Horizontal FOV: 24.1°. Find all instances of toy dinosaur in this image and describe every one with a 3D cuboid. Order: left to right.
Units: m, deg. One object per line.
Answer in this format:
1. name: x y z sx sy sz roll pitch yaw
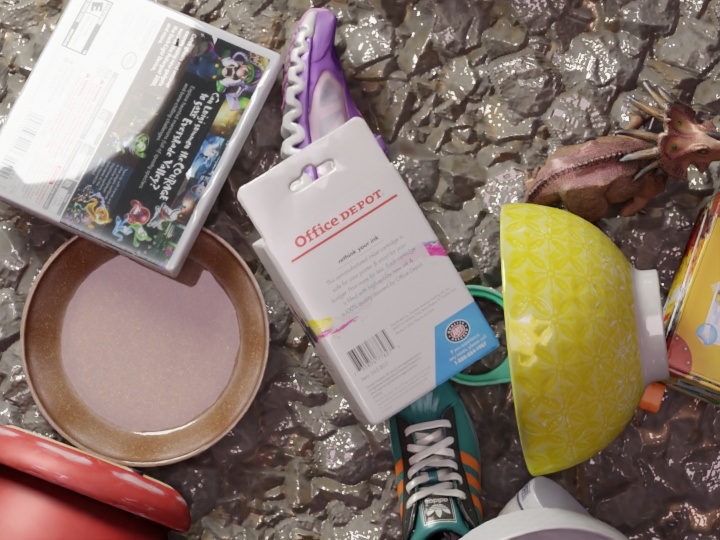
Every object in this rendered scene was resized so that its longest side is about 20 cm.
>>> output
1. toy dinosaur: 0.189 -0.078 1.290 0.199 0.136 0.086 -26 84 1

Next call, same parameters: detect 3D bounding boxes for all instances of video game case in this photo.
1. video game case: -0.184 -0.118 1.349 0.181 0.023 0.201 23 76 9

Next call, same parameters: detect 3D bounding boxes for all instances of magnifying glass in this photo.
1. magnifying glass: 0.143 0.069 1.337 0.199 0.022 0.080 19 86 4

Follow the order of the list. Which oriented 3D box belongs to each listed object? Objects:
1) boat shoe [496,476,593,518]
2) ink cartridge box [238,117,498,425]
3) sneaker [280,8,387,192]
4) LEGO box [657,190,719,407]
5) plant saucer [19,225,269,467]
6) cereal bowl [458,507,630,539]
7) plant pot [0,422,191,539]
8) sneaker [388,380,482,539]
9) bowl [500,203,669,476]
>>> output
1. boat shoe: 0.181 0.253 1.303 0.200 0.071 0.070 45 116 2
2. ink cartridge box: 0.000 0.000 1.265 0.115 0.068 0.201 -32 96 -9
3. sneaker: -0.020 -0.106 1.338 0.088 0.080 0.201 1 90 -4
4. LEGO box: 0.337 0.046 1.293 0.199 0.077 0.150 22 81 3
5. plant saucer: -0.170 0.055 1.347 0.199 0.037 0.202 0 86 3
6. cereal bowl: 0.125 0.260 1.226 0.199 0.083 0.201 -3 108 -10
7. plant pot: -0.229 0.226 1.258 0.200 0.200 0.183 21 79 5
8. sneaker: 0.063 0.173 1.301 0.071 0.080 0.201 -11 84 2
9. bowl: 0.166 0.045 1.223 0.107 0.200 0.201 -6 85 10
